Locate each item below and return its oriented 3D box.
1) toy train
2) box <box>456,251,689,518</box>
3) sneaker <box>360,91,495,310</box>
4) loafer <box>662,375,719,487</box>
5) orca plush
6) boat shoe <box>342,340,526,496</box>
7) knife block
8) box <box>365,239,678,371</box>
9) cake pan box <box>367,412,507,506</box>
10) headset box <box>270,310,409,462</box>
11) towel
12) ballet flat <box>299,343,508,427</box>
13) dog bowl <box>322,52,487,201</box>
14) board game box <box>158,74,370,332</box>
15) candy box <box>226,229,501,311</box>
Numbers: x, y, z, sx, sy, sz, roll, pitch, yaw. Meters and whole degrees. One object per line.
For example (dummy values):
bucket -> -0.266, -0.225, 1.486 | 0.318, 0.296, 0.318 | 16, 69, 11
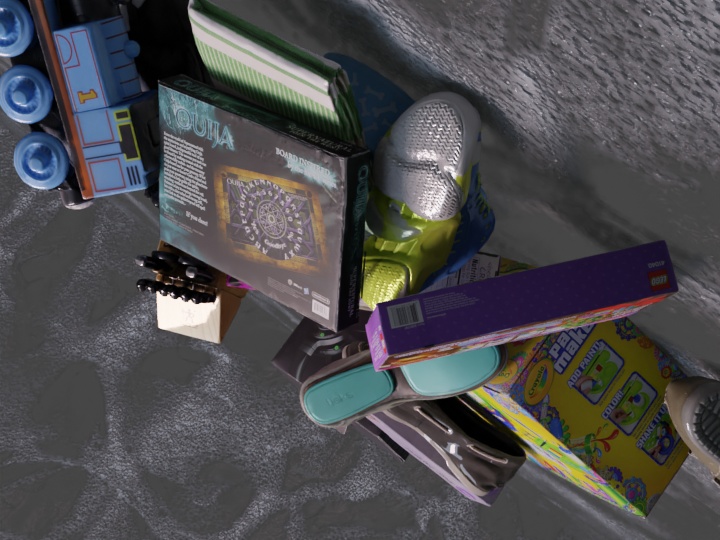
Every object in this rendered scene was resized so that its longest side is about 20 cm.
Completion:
toy train -> -0.221, -0.149, 1.011 | 0.087, 0.114, 0.201 | -61, -39, -71
box -> 0.173, 0.096, 1.158 | 0.193, 0.122, 0.200 | 41, 171, -25
sneaker -> 0.059, -0.058, 0.937 | 0.076, 0.105, 0.200 | 45, 137, 21
loafer -> 0.319, 0.148, 1.067 | 0.200, 0.075, 0.070 | 47, 179, -29
orca plush -> -0.157, -0.151, 1.051 | 0.105, 0.201, 0.071 | 0, -157, -28
boat shoe -> 0.070, 0.124, 1.179 | 0.200, 0.057, 0.067 | 44, -154, -13
knife block -> -0.137, -0.033, 1.151 | 0.064, 0.200, 0.176 | 14, 130, 8
box -> 0.106, 0.028, 0.902 | 0.137, 0.199, 0.039 | 107, 150, -81
cake pan box -> 0.106, 0.108, 1.273 | 0.200, 0.184, 0.052 | 41, 170, -22
headset box -> 0.023, 0.093, 1.465 | 0.174, 0.200, 0.093 | 30, 169, 31
towel -> -0.049, -0.110, 0.954 | 0.152, 0.023, 0.200 | 30, 161, 28
ballet flat -> 0.039, 0.080, 1.092 | 0.068, 0.200, 0.064 | 66, -153, -6
dog bowl -> 0.023, -0.090, 1.014 | 0.111, 0.050, 0.200 | 29, 167, 41
board game box -> -0.076, -0.053, 0.948 | 0.200, 0.028, 0.136 | 26, 124, 36
candy box -> 0.000, 0.000, 1.082 | 0.199, 0.061, 0.136 | 11, 175, -18
